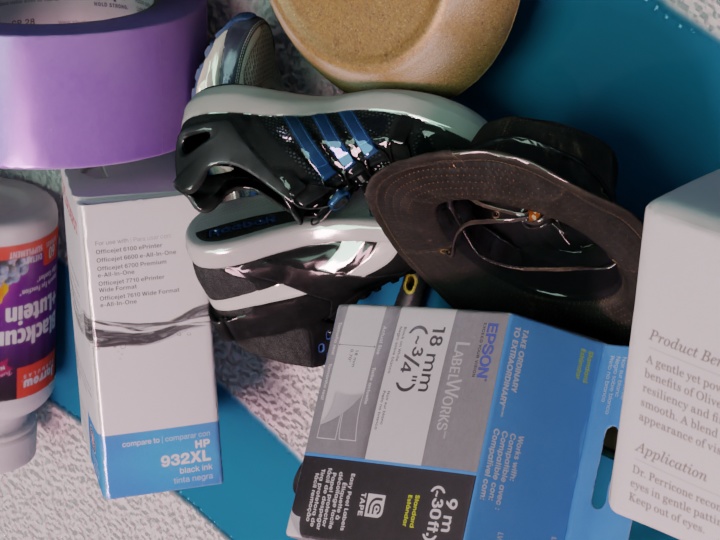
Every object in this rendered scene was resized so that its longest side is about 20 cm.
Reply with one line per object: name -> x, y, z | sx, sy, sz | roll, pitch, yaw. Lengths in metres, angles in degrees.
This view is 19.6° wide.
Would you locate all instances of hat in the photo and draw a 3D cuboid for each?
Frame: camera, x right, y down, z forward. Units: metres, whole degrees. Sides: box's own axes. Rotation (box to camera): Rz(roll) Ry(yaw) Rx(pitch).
hat -> 0.103, -0.034, 1.178 | 0.199, 0.081, 0.201 | 17, 153, 9

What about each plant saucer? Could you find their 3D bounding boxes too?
plant saucer -> 0.004, -0.189, 1.213 | 0.199, 0.035, 0.202 | 15, 114, 36

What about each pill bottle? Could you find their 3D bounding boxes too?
pill bottle -> -0.277, 0.042, 1.524 | 0.111, 0.111, 0.202 | 20, 117, 34

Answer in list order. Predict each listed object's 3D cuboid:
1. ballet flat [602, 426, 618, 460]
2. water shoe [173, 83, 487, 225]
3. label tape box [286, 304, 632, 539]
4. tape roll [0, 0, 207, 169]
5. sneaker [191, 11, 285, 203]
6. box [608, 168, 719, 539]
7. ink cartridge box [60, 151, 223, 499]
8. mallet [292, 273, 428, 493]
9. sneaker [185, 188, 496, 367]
ballet flat -> 0.139, 0.081, 1.232 | 0.199, 0.069, 0.064 | 17, 87, 32
water shoe -> -0.015, -0.061, 1.242 | 0.198, 0.072, 0.080 | 4, 70, 20
label tape box -> 0.063, 0.098, 1.189 | 0.199, 0.063, 0.145 | 2, 74, 41
tape roll -> -0.196, -0.132, 1.339 | 0.199, 0.199, 0.086 | 14, 113, 36
sneaker -> -0.050, -0.067, 1.334 | 0.085, 0.077, 0.202 | 9, 117, 27
box -> 0.259, 0.046, 1.015 | 0.198, 0.199, 0.173 | 21, 119, 34
ink cartridge box -> -0.147, 0.029, 1.386 | 0.145, 0.083, 0.202 | -128, 34, -70
mallet -> 0.003, 0.077, 1.353 | 0.066, 0.041, 0.202 | 24, 114, 29
sneaker -> 0.000, 0.000, 1.291 | 0.198, 0.073, 0.112 | -8, 126, 11
